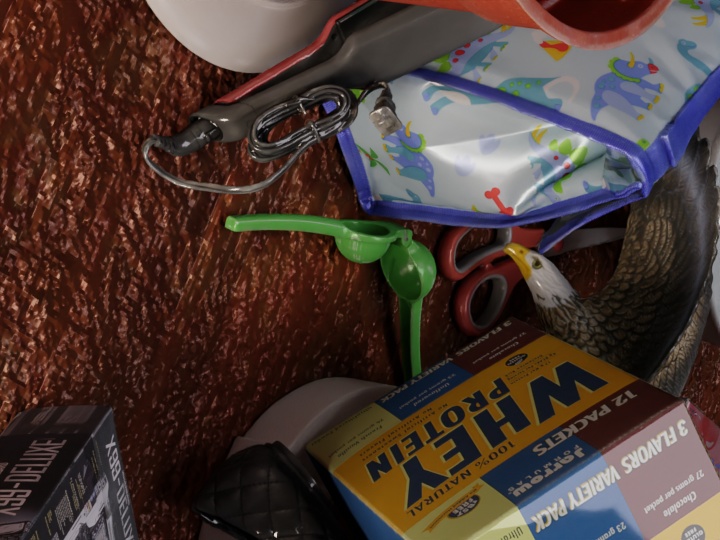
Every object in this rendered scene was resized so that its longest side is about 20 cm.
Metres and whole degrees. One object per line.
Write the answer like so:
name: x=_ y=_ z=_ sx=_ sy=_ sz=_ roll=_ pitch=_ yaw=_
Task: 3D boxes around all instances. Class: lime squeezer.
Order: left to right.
lime squeezer: x=0.000 y=0.000 z=1.064 sx=0.071 sy=0.038 sz=0.200 roll=-42 pitch=134 yaw=1

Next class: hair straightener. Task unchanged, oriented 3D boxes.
hair straightener: x=-0.013 y=-0.093 z=0.948 sx=0.199 sy=0.077 sz=0.041 roll=-27 pitch=130 yaw=-14

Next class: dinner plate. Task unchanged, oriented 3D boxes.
dinner plate: x=-0.045 y=-0.200 z=0.978 sx=0.200 sy=0.024 sz=0.201 roll=-11 pitch=104 yaw=-50

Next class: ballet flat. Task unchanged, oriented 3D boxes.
ballet flat: x=-0.007 y=0.173 z=0.952 sx=0.057 sy=0.200 sz=0.066 roll=-35 pitch=169 yaw=-11

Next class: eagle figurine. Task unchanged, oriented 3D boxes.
eagle figurine: x=0.147 y=0.025 z=1.109 sx=0.200 sy=0.152 sz=0.151 roll=-42 pitch=118 yaw=-3

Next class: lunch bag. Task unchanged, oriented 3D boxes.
lunch bag: x=0.106 y=-0.105 z=1.036 sx=0.170 sy=0.199 sz=0.128 roll=-50 pitch=130 yaw=-34

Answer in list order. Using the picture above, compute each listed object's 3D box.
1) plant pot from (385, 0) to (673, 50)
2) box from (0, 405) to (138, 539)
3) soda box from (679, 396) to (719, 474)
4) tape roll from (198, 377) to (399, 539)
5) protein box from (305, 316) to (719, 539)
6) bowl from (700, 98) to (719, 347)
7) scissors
plant pot: x=0.032 y=-0.204 z=0.899 sx=0.200 sy=0.195 sz=0.202 roll=-9 pitch=102 yaw=-49
box: x=-0.134 y=0.181 z=0.857 sx=0.158 sy=0.049 sz=0.201 roll=-66 pitch=149 yaw=-67
soda box: x=0.230 y=0.152 z=1.333 sx=0.200 sy=0.063 sz=0.070 roll=38 pitch=66 yaw=-45
tape roll: x=-0.010 y=0.158 z=1.065 sx=0.202 sy=0.037 sz=0.204 roll=-12 pitch=106 yaw=-49
protein box: x=0.098 y=0.155 z=0.952 sx=0.135 sy=0.200 sz=0.199 roll=-31 pitch=107 yaw=-11
bowl: x=0.245 y=-0.037 z=1.299 sx=0.201 sy=0.090 sz=0.202 roll=-11 pitch=105 yaw=-48
scissors: x=0.113 y=-0.022 z=1.202 sx=0.200 sy=0.014 sz=0.074 roll=-28 pitch=115 yaw=-43
